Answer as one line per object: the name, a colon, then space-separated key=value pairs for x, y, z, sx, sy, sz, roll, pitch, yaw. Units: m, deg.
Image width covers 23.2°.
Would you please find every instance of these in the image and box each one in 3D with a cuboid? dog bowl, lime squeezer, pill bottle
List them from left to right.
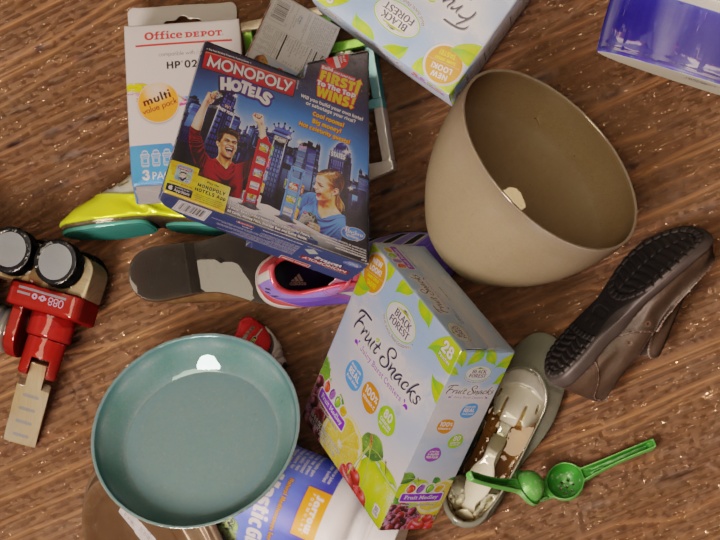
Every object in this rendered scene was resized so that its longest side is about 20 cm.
pill bottle: x=-0.056 y=0.229 z=1.669 sx=0.198 sy=0.112 sz=0.113 roll=21 pitch=94 yaw=12
lime squeezer: x=0.177 y=0.195 z=1.628 sx=0.198 sy=0.071 sz=0.038 roll=-6 pitch=74 yaw=-23
dog bowl: x=0.311 y=-0.201 z=1.543 sx=0.198 sy=0.200 sz=0.080 roll=19 pitch=96 yaw=11

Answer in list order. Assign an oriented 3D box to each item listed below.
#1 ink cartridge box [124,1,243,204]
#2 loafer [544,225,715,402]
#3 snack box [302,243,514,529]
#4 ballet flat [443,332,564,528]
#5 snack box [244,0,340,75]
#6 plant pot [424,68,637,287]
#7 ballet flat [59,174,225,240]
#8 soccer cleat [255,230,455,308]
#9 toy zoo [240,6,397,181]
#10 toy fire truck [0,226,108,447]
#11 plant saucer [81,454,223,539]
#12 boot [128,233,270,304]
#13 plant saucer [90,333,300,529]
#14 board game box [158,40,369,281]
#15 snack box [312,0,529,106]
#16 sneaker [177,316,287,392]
ink cartridge box: x=-0.167 y=-0.172 z=1.683 sx=0.114 sy=0.068 sz=0.203 roll=-4 pitch=77 yaw=-4
loafer: x=0.258 y=0.042 z=1.631 sx=0.200 sy=0.073 sz=0.071 roll=-45 pitch=116 yaw=8
snack box: x=0.038 y=0.104 z=1.597 sx=0.169 sy=0.067 sz=0.202 roll=50 pitch=126 yaw=45
ballet flat: x=0.138 y=0.154 z=1.651 sx=0.067 sy=0.064 sz=0.202 roll=27 pitch=95 yaw=11
snack box: x=-0.088 y=-0.160 z=1.644 sx=0.071 sy=0.024 sz=0.202 roll=28 pitch=68 yaw=-13
plant pot: x=0.134 y=-0.063 z=1.603 sx=0.201 sy=0.200 sz=0.134 roll=51 pitch=128 yaw=7
ballet flat: x=-0.197 y=-0.066 z=1.727 sx=0.197 sy=0.067 sz=0.068 roll=-1 pitch=78 yaw=6
soccer cleat: x=0.000 y=0.000 z=1.656 sx=0.197 sy=0.073 sz=0.069 roll=-6 pitch=85 yaw=-7
toy zoo: x=-0.039 y=-0.154 z=1.710 sx=0.130 sy=0.020 sz=0.203 roll=-9 pitch=88 yaw=12
toy fire truck: x=-0.354 y=0.063 z=1.741 sx=0.174 sy=0.129 sz=0.202 roll=14 pitch=83 yaw=12
plant saucer: x=-0.202 y=0.270 z=1.687 sx=0.199 sy=0.029 sz=0.202 roll=21 pitch=123 yaw=35
boot: x=-0.126 y=0.002 z=1.713 sx=0.197 sy=0.075 sz=0.075 roll=-2 pitch=80 yaw=-6
plant saucer: x=-0.150 y=0.154 z=1.629 sx=0.197 sy=0.036 sz=0.202 roll=-5 pitch=57 yaw=7
board game box: x=-0.069 y=-0.120 z=1.593 sx=0.198 sy=0.062 sz=0.202 roll=20 pitch=68 yaw=-15
snack box: x=0.077 y=-0.286 z=1.651 sx=0.168 sy=0.068 sz=0.201 roll=35 pitch=91 yaw=10
sneaker: x=-0.167 y=0.116 z=1.719 sx=0.199 sy=0.077 sz=0.085 roll=-33 pitch=78 yaw=0
